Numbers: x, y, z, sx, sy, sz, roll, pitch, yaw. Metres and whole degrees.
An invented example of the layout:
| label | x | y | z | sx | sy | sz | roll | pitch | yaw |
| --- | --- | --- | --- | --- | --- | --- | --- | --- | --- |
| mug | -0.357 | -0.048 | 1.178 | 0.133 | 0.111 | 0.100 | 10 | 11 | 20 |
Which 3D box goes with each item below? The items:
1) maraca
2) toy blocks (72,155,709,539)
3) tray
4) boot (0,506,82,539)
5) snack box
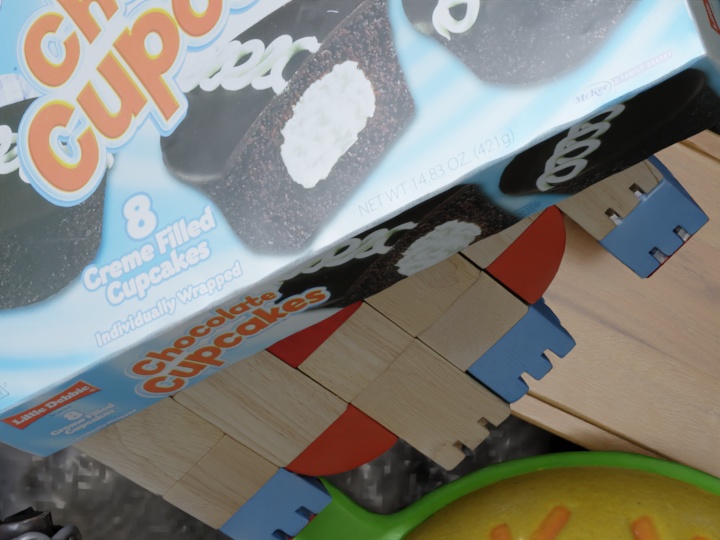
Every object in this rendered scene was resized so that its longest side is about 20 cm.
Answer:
| label | x | y | z | sx | sy | sz | roll | pitch | yaw |
| --- | --- | --- | --- | --- | --- | --- | --- | --- | --- |
| maraca | 0.045 | 0.118 | 0.833 | 0.199 | 0.107 | 0.138 | 4 | 83 | 11 |
| toy blocks | 0.000 | 0.000 | 0.791 | 0.200 | 0.100 | 0.137 | -44 | 138 | 9 |
| tray | 0.133 | 0.030 | 0.874 | 0.199 | 0.037 | 0.099 | 25 | 89 | -10 |
| boot | -0.080 | 0.151 | 0.783 | 0.069 | 0.199 | 0.175 | -13 | 102 | -46 |
| snack box | -0.018 | -0.050 | 0.704 | 0.199 | 0.037 | 0.117 | -27 | 64 | 19 |
